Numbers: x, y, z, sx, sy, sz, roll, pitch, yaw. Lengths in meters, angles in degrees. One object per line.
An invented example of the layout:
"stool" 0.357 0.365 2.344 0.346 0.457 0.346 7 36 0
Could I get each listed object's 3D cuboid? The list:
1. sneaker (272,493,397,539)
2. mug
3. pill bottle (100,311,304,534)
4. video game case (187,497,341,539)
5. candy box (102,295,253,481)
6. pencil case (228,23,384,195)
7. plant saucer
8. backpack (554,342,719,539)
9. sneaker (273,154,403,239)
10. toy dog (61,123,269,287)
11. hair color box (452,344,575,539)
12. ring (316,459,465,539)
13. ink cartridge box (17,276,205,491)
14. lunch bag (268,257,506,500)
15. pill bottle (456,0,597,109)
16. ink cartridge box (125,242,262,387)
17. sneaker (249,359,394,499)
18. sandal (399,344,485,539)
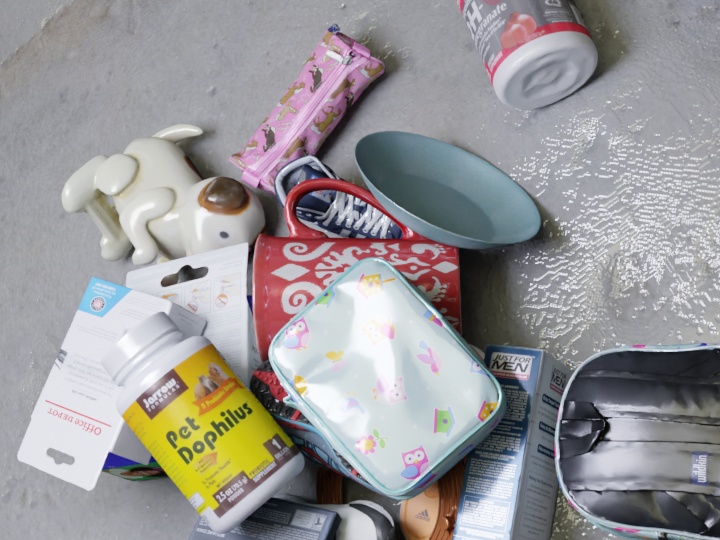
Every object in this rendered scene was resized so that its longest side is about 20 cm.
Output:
"sneaker" -0.051 0.261 1.237 0.200 0.080 0.074 -5 82 41
"mug" -0.001 0.007 1.249 0.200 0.133 0.178 -1 114 5
"pill bottle" -0.152 0.138 1.177 0.109 0.109 0.200 -41 85 10
"video game case" -0.117 0.302 1.171 0.143 0.019 0.200 6 56 28
"candy box" -0.184 0.131 1.374 0.200 0.077 0.169 -12 68 25
"pencil case" -0.061 -0.173 1.401 0.200 0.087 0.083 -52 53 4
"plant saucer" 0.081 -0.071 1.254 0.201 0.201 0.039 44 124 30
"backpack" 0.274 0.153 1.090 0.200 0.151 0.178 0 72 20
"sneaker" -0.002 -0.065 1.323 0.200 0.108 0.070 18 82 31
"toy dog" -0.198 -0.066 1.427 0.200 0.140 0.194 22 57 31
"hair color box" 0.145 0.178 1.177 0.060 0.100 0.200 5 76 30
"ring" 0.024 0.219 1.234 0.200 0.019 0.201 -4 83 43
"ink cartridge box" -0.253 0.120 1.277 0.116 0.068 0.200 15 77 32
"lunch bag" 0.020 0.099 1.140 0.160 0.077 0.200 -43 73 1
"pill bottle" 0.161 -0.278 1.308 0.111 0.111 0.200 -27 63 17
"ink cartridge box" -0.175 0.084 1.320 0.160 0.047 0.200 -13 63 23
"sneaker" -0.015 0.158 1.224 0.200 0.096 0.079 33 67 22
"sandal" 0.080 0.168 1.237 0.079 0.059 0.207 8 78 29
